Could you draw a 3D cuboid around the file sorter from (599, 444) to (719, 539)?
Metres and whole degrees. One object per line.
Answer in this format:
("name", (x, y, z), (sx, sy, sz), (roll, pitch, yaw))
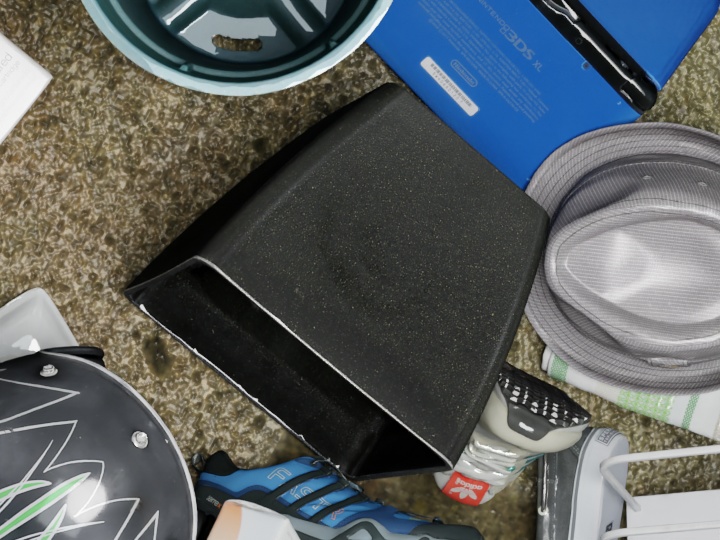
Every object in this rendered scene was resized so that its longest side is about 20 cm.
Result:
("file sorter", (0.224, 0.220, 1.535), (0.138, 0.125, 0.200), (-7, 68, 19))

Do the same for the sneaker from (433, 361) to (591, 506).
("sneaker", (0.090, 0.111, 1.556), (0.070, 0.200, 0.094), (28, 93, -3))

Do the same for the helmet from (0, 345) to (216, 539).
("helmet", (-0.187, 0.142, 1.455), (0.199, 0.191, 0.201), (0, 93, 7))

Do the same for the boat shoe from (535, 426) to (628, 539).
("boat shoe", (0.134, 0.198, 1.639), (0.056, 0.069, 0.201), (13, 99, 23))

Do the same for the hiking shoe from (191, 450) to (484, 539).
("hiking shoe", (-0.016, 0.155, 1.565), (0.199, 0.074, 0.087), (5, 57, 6))

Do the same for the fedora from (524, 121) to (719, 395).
("fedora", (0.185, -0.003, 1.561), (0.200, 0.090, 0.177), (13, 100, 14))

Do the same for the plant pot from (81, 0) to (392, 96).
("plant pot", (-0.073, -0.203, 1.496), (0.200, 0.196, 0.201), (0, 92, -1))

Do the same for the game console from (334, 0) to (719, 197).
("game console", (0.112, -0.181, 1.636), (0.171, 0.118, 0.200), (-40, 100, 24))

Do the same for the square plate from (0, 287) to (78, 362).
("square plate", (-0.235, 0.145, 1.574), (0.198, 0.028, 0.200), (-33, 99, -8))

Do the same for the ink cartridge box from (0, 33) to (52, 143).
("ink cartridge box", (-0.307, -0.131, 1.498), (0.200, 0.125, 0.129), (39, 85, -11))

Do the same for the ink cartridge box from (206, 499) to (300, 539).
("ink cartridge box", (-0.080, 0.261, 1.475), (0.050, 0.162, 0.200), (16, 64, 26))

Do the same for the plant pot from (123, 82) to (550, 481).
("plant pot", (0.000, 0.000, 1.543), (0.199, 0.200, 0.178), (40, 72, -10))

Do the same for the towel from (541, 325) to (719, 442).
("towel", (0.234, 0.034, 1.620), (0.200, 0.031, 0.150), (21, 91, 18))
